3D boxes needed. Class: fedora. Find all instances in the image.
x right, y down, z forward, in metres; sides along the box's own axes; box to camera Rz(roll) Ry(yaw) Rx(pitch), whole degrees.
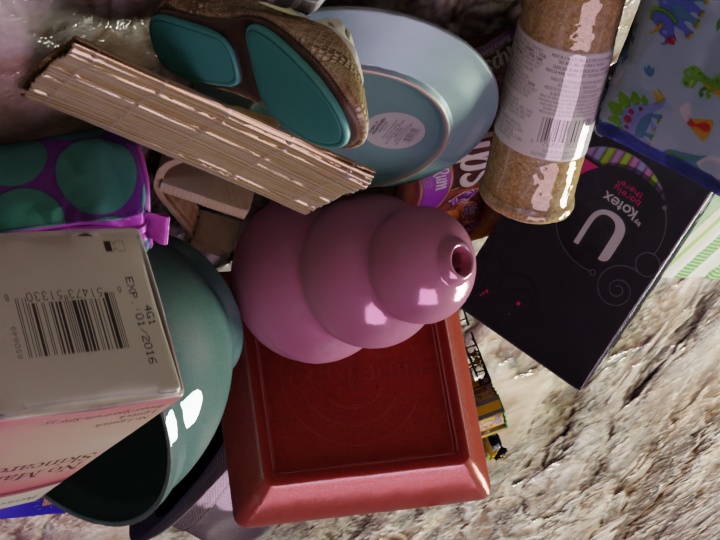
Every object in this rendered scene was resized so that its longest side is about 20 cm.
[{"bbox_3d":[-0.100,0.166,1.375,0.201,0.090,0.177,-54,-167,0],"label":"fedora"}]

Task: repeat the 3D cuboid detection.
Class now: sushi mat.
[{"bbox_3d":[-0.097,-0.082,0.966,0.199,0.012,0.095,22,160,-22],"label":"sushi mat"}]

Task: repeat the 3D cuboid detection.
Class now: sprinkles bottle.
[{"bbox_3d":[0.127,-0.131,1.052,0.068,0.068,0.202,-9,127,-29],"label":"sprinkles bottle"}]

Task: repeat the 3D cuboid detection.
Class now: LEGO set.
[{"bbox_3d":[0.034,0.078,1.344,0.115,0.202,0.154,-19,175,-6],"label":"LEGO set"}]

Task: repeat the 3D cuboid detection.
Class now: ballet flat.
[{"bbox_3d":[-0.043,-0.122,0.899,0.065,0.199,0.071,-29,128,-26],"label":"ballet flat"}]

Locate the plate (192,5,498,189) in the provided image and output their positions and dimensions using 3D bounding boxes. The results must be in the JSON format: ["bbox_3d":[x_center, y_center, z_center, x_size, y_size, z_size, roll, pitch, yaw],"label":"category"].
[{"bbox_3d":[-0.010,-0.098,1.048,0.198,0.026,0.201,0,150,0],"label":"plate"}]

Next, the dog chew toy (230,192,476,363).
[{"bbox_3d":[0.000,0.000,1.135,0.124,0.126,0.199,1,175,-42],"label":"dog chew toy"}]

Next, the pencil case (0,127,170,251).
[{"bbox_3d":[-0.224,-0.031,0.993,0.198,0.092,0.086,-14,128,-24],"label":"pencil case"}]

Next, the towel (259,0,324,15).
[{"bbox_3d":[-0.056,-0.215,0.793,0.164,0.086,0.200,-4,148,-35],"label":"towel"}]

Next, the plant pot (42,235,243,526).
[{"bbox_3d":[-0.165,0.054,1.127,0.134,0.200,0.201,-38,171,-44],"label":"plant pot"}]

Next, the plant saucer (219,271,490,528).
[{"bbox_3d":[-0.008,0.081,1.231,0.197,0.202,0.037,-5,159,-12],"label":"plant saucer"}]

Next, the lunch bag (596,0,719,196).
[{"bbox_3d":[0.251,-0.176,1.056,0.200,0.127,0.171,-44,159,-44],"label":"lunch bag"}]

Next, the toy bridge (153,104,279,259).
[{"bbox_3d":[-0.103,-0.058,1.087,0.067,0.027,0.200,18,158,-7],"label":"toy bridge"}]

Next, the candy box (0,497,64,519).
[{"bbox_3d":[-0.232,0.127,1.311,0.199,0.078,0.169,4,142,-44],"label":"candy box"}]

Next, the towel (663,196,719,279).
[{"bbox_3d":[0.355,-0.040,1.571,0.199,0.024,0.153,1,144,-41],"label":"towel"}]

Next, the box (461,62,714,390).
[{"bbox_3d":[0.175,-0.034,1.206,0.201,0.122,0.106,-60,169,22],"label":"box"}]

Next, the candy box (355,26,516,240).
[{"bbox_3d":[0.065,-0.087,1.184,0.116,0.057,0.200,-16,155,-17],"label":"candy box"}]

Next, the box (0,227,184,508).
[{"bbox_3d":[-0.215,0.066,0.969,0.127,0.110,0.200,-5,159,-40],"label":"box"}]
